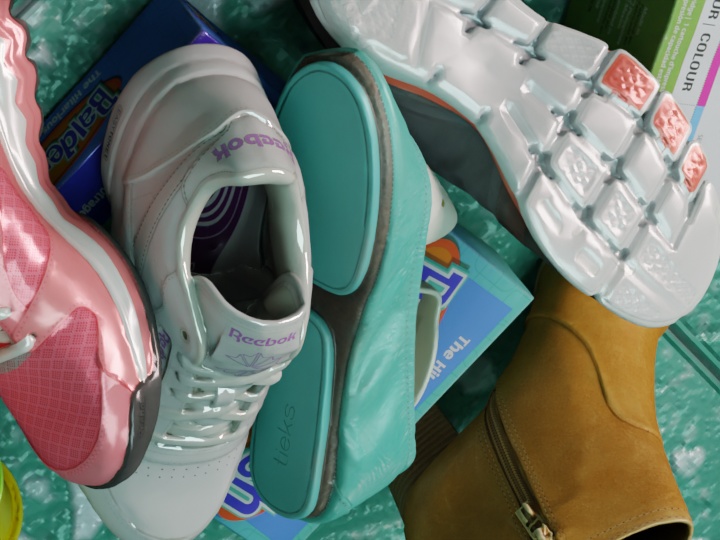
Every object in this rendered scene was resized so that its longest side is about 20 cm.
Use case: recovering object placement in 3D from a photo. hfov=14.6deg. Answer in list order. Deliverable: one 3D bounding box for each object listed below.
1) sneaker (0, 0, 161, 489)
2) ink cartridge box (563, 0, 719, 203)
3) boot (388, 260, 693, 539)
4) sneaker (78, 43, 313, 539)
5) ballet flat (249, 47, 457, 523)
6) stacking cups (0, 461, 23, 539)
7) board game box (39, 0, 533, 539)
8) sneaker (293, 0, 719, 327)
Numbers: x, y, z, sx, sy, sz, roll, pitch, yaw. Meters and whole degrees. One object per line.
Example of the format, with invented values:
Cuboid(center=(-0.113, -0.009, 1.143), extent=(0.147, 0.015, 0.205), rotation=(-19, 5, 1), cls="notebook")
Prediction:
Cuboid(center=(-0.141, -0.010, 0.961), extent=(0.087, 0.074, 0.200), rotation=(-25, 91, -43), cls="sneaker")
Cuboid(center=(0.187, -0.096, 1.114), extent=(0.200, 0.076, 0.148), rotation=(5, 117, -26), cls="ink cartridge box")
Cuboid(center=(0.103, 0.058, 1.126), extent=(0.201, 0.144, 0.071), rotation=(-42, 128, 3), cls="boot")
Cuboid(center=(-0.063, 0.025, 0.999), extent=(0.075, 0.100, 0.200), rotation=(-6, 122, -24), cls="sneaker")
Cuboid(center=(0.000, 0.000, 1.043), extent=(0.070, 0.067, 0.200), rotation=(-21, 130, -40), cls="ballet flat")
Cuboid(center=(-0.165, 0.061, 0.991), extent=(0.060, 0.061, 0.200), rotation=(-29, 161, -7), cls="stacking cups")
Cuboid(center=(-0.051, 0.007, 1.084), extent=(0.152, 0.045, 0.200), rotation=(-48, 127, 7), cls="board game box")
Cuboid(center=(0.053, -0.060, 1.047), extent=(0.200, 0.082, 0.077), rotation=(47, 75, -11), cls="sneaker")
